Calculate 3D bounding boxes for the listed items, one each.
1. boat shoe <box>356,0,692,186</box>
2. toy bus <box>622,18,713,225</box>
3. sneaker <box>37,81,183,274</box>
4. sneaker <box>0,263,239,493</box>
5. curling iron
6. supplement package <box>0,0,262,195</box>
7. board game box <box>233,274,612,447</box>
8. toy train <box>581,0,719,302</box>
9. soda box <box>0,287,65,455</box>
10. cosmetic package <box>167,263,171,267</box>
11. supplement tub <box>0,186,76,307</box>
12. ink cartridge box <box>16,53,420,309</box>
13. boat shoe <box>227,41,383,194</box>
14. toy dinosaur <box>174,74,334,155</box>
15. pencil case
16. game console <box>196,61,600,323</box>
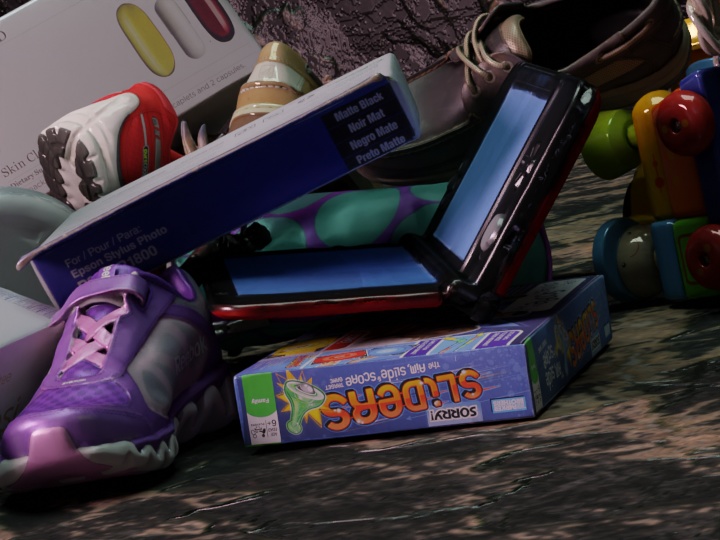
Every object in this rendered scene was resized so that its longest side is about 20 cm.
[{"bbox_3d":[0.081,-0.113,1.515,0.200,0.075,0.073,-24,-38,-4],"label":"boat shoe"},{"bbox_3d":[0.228,-0.103,1.618,0.135,0.193,0.200,-5,9,28],"label":"toy bus"},{"bbox_3d":[-0.119,-0.025,1.567,0.085,0.200,0.077,-35,58,-22],"label":"sneaker"},{"bbox_3d":[-0.113,0.044,1.263,0.080,0.089,0.200,-7,8,16],"label":"sneaker"},{"bbox_3d":[-0.102,0.025,1.423,0.050,0.026,0.200,-36,9,42],"label":"curling iron"},{"bbox_3d":[-0.183,-0.100,1.734,0.200,0.111,0.156,-34,-5,-27],"label":"supplement package"},{"bbox_3d":[0.035,0.040,1.307,0.135,0.035,0.200,-7,6,17],"label":"board game box"},{"bbox_3d":[0.162,-0.080,1.473,0.085,0.201,0.116,-15,3,-42],"label":"toy train"},{"bbox_3d":[-0.205,0.060,1.233,0.064,0.068,0.200,20,19,18],"label":"soda box"},{"bbox_3d":[-0.144,0.020,1.730,0.199,0.051,0.083,-10,7,1],"label":"cosmetic package"},{"bbox_3d":[-0.227,0.015,1.564,0.122,0.123,0.200,-13,6,-26],"label":"supplement tub"},{"bbox_3d":[-0.064,-0.043,1.377,0.199,0.041,0.200,-27,5,6],"label":"ink cartridge box"},{"bbox_3d":[-0.020,-0.066,1.589,0.071,0.076,0.200,2,-23,13],"label":"boat shoe"},{"bbox_3d":[-0.089,-0.054,1.734,0.135,0.086,0.200,-20,4,-32],"label":"toy dinosaur"},{"bbox_3d":[0.000,0.000,1.515,0.200,0.085,0.093,-6,43,29],"label":"pencil case"},{"bbox_3d":[0.014,-0.041,1.337,0.119,0.173,0.200,27,4,-9],"label":"game console"}]
